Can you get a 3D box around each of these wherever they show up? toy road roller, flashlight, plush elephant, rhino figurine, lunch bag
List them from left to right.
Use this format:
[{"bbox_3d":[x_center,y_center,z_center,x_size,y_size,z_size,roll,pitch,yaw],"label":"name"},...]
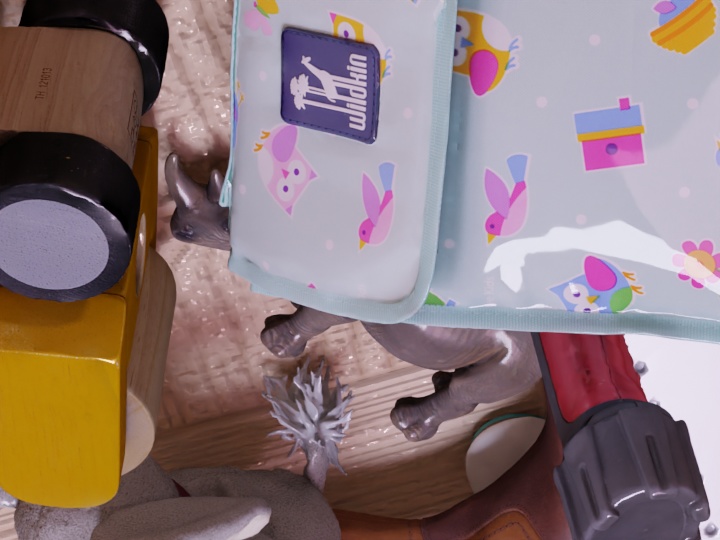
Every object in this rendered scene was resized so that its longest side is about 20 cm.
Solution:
[{"bbox_3d":[-0.147,-0.015,0.856,0.145,0.123,0.200,3,136,2],"label":"toy road roller"},{"bbox_3d":[-0.087,0.134,0.992,0.154,0.165,0.201,6,96,-33],"label":"plush elephant"},{"bbox_3d":[0.000,0.000,0.949,0.200,0.060,0.087,33,129,-26],"label":"rhino figurine"},{"bbox_3d":[0.049,-0.069,0.802,0.199,0.122,0.171,4,109,6],"label":"lunch bag"},{"bbox_3d":[0.088,0.018,0.889,0.068,0.200,0.068,-35,135,23],"label":"flashlight"}]

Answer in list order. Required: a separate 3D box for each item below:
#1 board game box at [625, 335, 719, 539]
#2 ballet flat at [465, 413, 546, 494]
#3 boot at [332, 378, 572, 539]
[{"bbox_3d":[0.209,0.022,1.000,0.199,0.026,0.200,-23,111,8],"label":"board game box"},{"bbox_3d":[0.117,0.142,1.130,0.069,0.070,0.200,-27,136,13],"label":"ballet flat"},{"bbox_3d":[0.031,0.113,1.069,0.199,0.069,0.189,0,115,17],"label":"boot"}]
